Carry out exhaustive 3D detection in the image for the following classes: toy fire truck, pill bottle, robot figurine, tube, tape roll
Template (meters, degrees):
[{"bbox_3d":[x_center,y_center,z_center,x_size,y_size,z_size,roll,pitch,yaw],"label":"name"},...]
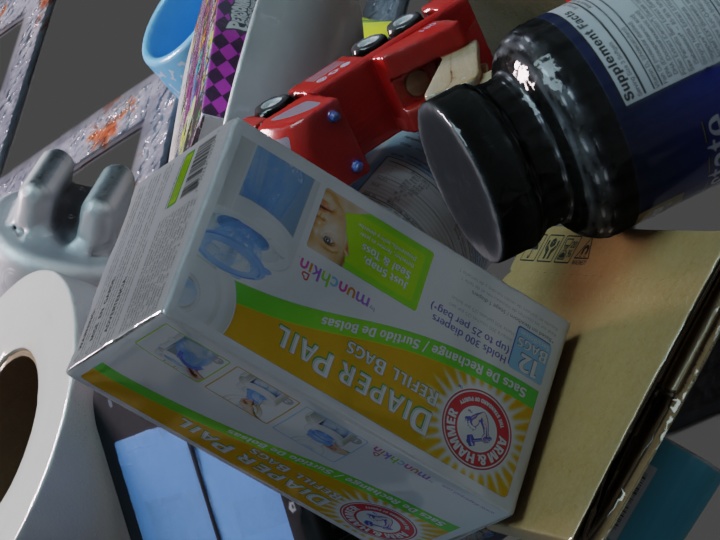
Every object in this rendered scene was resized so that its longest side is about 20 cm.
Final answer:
[{"bbox_3d":[0.047,-0.099,1.505,0.200,0.049,0.141,-33,19,-22],"label":"toy fire truck"},{"bbox_3d":[0.134,-0.084,1.411,0.199,0.112,0.112,-26,25,-12],"label":"pill bottle"},{"bbox_3d":[-0.191,0.026,1.843,0.113,0.169,0.201,-61,-16,-60],"label":"robot figurine"},{"bbox_3d":[0.096,0.166,1.359,0.201,0.050,0.077,-59,12,0],"label":"tube"},{"bbox_3d":[-0.150,0.116,1.672,0.203,0.139,0.203,-44,34,42],"label":"tape roll"},{"bbox_3d":[0.000,0.000,1.553,0.109,0.109,0.200,-36,8,33],"label":"pill bottle"}]

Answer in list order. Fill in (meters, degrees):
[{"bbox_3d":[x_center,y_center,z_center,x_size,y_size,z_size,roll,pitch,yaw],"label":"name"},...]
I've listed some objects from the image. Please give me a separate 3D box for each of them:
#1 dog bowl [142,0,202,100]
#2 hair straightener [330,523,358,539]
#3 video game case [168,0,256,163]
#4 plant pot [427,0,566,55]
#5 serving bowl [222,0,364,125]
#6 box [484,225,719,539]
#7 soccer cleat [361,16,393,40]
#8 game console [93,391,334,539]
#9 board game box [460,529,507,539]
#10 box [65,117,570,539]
[{"bbox_3d":[-0.081,-0.206,2.048,0.200,0.049,0.111,-56,27,2],"label":"dog bowl"},{"bbox_3d":[-0.035,0.139,1.510,0.200,0.041,0.077,-22,84,59],"label":"hair straightener"},{"bbox_3d":[-0.096,-0.104,1.890,0.182,0.036,0.201,109,170,-45],"label":"video game case"},{"bbox_3d":[0.135,-0.227,1.582,0.177,0.200,0.200,8,66,48],"label":"plant pot"},{"bbox_3d":[-0.037,-0.085,1.691,0.200,0.065,0.201,15,-90,-87],"label":"serving bowl"},{"bbox_3d":[0.098,0.053,1.406,0.164,0.021,0.200,-61,22,-11],"label":"box"},{"bbox_3d":[0.034,-0.124,1.777,0.083,0.065,0.200,-14,11,-13],"label":"soccer cleat"},{"bbox_3d":[-0.069,0.130,1.490,0.177,0.031,0.201,-23,84,60],"label":"game console"},{"bbox_3d":[0.045,0.095,1.529,0.200,0.035,0.136,-39,32,29],"label":"board game box"},{"bbox_3d":[-0.017,0.037,1.373,0.101,0.200,0.113,-30,36,54],"label":"box"}]
